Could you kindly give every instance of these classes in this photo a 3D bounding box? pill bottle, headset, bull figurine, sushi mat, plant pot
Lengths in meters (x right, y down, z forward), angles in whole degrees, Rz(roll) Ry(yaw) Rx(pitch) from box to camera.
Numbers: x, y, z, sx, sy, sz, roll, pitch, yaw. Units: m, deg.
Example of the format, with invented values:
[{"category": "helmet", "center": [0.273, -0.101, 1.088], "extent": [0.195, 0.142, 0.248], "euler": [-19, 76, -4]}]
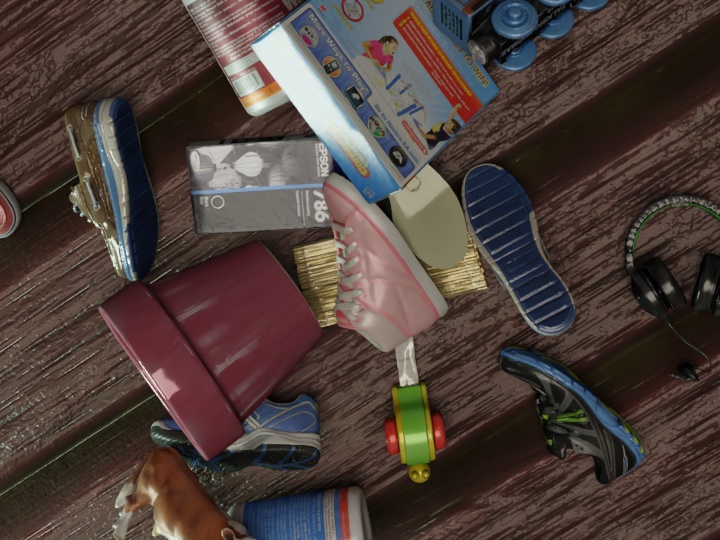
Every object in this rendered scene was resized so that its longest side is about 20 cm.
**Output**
[{"category": "pill bottle", "center": [-0.115, -0.268, 1.580], "extent": [0.109, 0.110, 0.200], "euler": [-28, 102, 9]}, {"category": "headset", "center": [0.349, 0.019, 1.666], "extent": [0.123, 0.094, 0.200], "euler": [-5, 89, 8]}, {"category": "bull figurine", "center": [-0.188, 0.282, 1.670], "extent": [0.121, 0.065, 0.200], "euler": [-43, 55, 3]}, {"category": "sushi mat", "center": [0.032, -0.003, 1.691], "extent": [0.200, 0.012, 0.096], "euler": [-13, 105, 6]}, {"category": "plant pot", "center": [-0.147, 0.070, 1.632], "extent": [0.179, 0.200, 0.200], "euler": [-35, 101, -10]}, {"category": "pill bottle", "center": [-0.089, 0.308, 1.726], "extent": [0.200, 0.112, 0.112], "euler": [-8, 104, 5]}]

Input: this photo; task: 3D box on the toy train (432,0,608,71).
[{"category": "toy train", "center": [0.168, -0.287, 1.551], "extent": [0.200, 0.087, 0.114], "euler": [-39, 68, -14]}]

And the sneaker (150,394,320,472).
[{"category": "sneaker", "center": [-0.136, 0.177, 1.724], "extent": [0.200, 0.076, 0.077], "euler": [1, 60, 14]}]

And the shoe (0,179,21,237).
[{"category": "shoe", "center": [-0.459, -0.092, 1.649], "extent": [0.200, 0.091, 0.072], "euler": [35, 103, -6]}]

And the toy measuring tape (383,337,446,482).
[{"category": "toy measuring tape", "center": [0.055, 0.143, 1.695], "extent": [0.073, 0.074, 0.200], "euler": [-6, 107, 4]}]

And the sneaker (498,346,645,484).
[{"category": "sneaker", "center": [0.223, 0.159, 1.695], "extent": [0.200, 0.071, 0.083], "euler": [43, 96, -11]}]

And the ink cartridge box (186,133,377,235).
[{"category": "ink cartridge box", "center": [-0.083, -0.094, 1.661], "extent": [0.200, 0.039, 0.100], "euler": [-5, 103, 3]}]

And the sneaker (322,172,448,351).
[{"category": "sneaker", "center": [0.000, 0.000, 1.628], "extent": [0.105, 0.075, 0.200], "euler": [-40, 112, -9]}]

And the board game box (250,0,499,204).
[{"category": "board game box", "center": [0.019, -0.202, 1.552], "extent": [0.056, 0.196, 0.200], "euler": [-25, 105, 49]}]

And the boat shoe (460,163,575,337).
[{"category": "boat shoe", "center": [0.162, -0.017, 1.647], "extent": [0.072, 0.072, 0.200], "euler": [-23, 76, 0]}]

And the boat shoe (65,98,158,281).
[{"category": "boat shoe", "center": [-0.267, -0.085, 1.653], "extent": [0.072, 0.072, 0.200], "euler": [0, 108, 20]}]

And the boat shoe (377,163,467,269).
[{"category": "boat shoe", "center": [0.047, -0.092, 1.629], "extent": [0.074, 0.063, 0.201], "euler": [-35, 104, 7]}]
